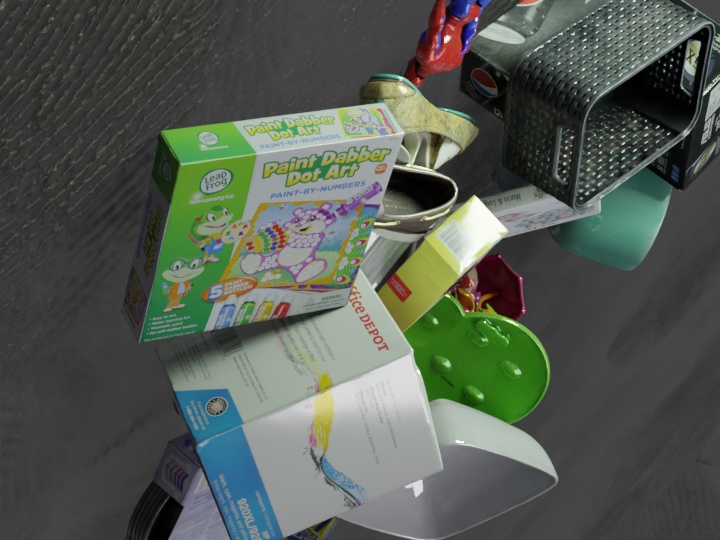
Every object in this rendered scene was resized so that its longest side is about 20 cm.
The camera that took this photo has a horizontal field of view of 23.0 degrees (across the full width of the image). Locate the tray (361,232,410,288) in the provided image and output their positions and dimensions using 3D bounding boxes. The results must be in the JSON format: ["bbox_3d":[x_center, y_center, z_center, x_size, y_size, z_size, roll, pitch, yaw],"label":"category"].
[{"bbox_3d":[0.000,0.000,1.665,0.200,0.022,0.107,-52,159,0],"label":"tray"}]

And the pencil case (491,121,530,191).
[{"bbox_3d":[0.181,-0.149,1.815,0.090,0.083,0.200,-29,153,-14],"label":"pencil case"}]

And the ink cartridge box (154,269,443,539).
[{"bbox_3d":[-0.052,0.120,1.540,0.199,0.147,0.145,-22,127,-7],"label":"ink cartridge box"}]

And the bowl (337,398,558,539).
[{"bbox_3d":[0.080,0.204,1.845,0.199,0.075,0.200,-31,144,31],"label":"bowl"}]

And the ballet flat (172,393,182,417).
[{"bbox_3d":[-0.112,0.130,1.688,0.067,0.047,0.200,-21,167,23],"label":"ballet flat"}]

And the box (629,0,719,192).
[{"bbox_3d":[0.315,-0.203,1.889,0.086,0.164,0.200,-44,159,-16],"label":"box"}]

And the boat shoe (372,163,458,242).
[{"bbox_3d":[0.001,-0.065,1.538,0.199,0.072,0.059,5,149,-43],"label":"boat shoe"}]

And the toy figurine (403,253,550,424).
[{"bbox_3d":[0.112,0.042,1.910,0.150,0.200,0.184,-37,-157,25],"label":"toy figurine"}]

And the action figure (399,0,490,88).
[{"bbox_3d":[0.095,-0.238,1.540,0.065,0.052,0.200,-4,134,-56],"label":"action figure"}]

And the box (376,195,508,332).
[{"bbox_3d":[0.069,0.000,1.682,0.075,0.050,0.200,-41,177,-24],"label":"box"}]

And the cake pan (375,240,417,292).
[{"bbox_3d":[-0.022,0.016,1.729,0.200,0.037,0.201,-42,158,-22],"label":"cake pan"}]

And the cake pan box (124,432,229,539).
[{"bbox_3d":[-0.151,0.227,1.794,0.200,0.052,0.185,-23,143,-52],"label":"cake pan box"}]

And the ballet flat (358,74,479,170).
[{"bbox_3d":[0.051,-0.124,1.601,0.071,0.071,0.200,-54,156,8],"label":"ballet flat"}]

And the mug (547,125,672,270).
[{"bbox_3d":[0.279,-0.100,2.039,0.186,0.114,0.152,-82,-168,-45],"label":"mug"}]

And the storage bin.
[{"bbox_3d":[0.233,-0.165,1.671,0.200,0.094,0.136,-34,143,-32],"label":"storage bin"}]

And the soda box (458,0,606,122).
[{"bbox_3d":[0.185,-0.228,1.705,0.200,0.071,0.063,-39,152,-28],"label":"soda box"}]

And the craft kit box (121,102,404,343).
[{"bbox_3d":[-0.080,-0.038,1.420,0.199,0.049,0.198,-11,136,-28],"label":"craft kit box"}]

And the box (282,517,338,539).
[{"bbox_3d":[-0.026,0.207,1.922,0.200,0.070,0.064,-55,172,-32],"label":"box"}]

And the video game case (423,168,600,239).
[{"bbox_3d":[0.155,-0.058,1.805,0.181,0.024,0.200,-14,172,6],"label":"video game case"}]
